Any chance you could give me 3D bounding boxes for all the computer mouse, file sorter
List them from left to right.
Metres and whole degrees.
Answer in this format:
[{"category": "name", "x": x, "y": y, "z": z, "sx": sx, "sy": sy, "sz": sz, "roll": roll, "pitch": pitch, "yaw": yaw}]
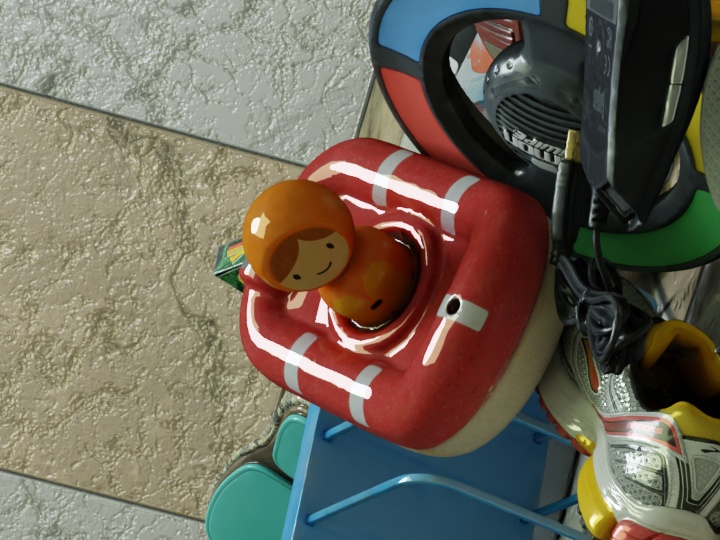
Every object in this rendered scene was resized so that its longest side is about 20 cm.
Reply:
[{"category": "file sorter", "x": 0.059, "y": 0.093, "z": 1.319, "sx": 0.123, "sy": 0.138, "sz": 0.201, "roll": -29, "pitch": 43, "yaw": 53}, {"category": "computer mouse", "x": 0.113, "y": -0.063, "z": 1.097, "sx": 0.140, "sy": 0.046, "sz": 0.201, "roll": -130, "pitch": 42, "yaw": -82}]

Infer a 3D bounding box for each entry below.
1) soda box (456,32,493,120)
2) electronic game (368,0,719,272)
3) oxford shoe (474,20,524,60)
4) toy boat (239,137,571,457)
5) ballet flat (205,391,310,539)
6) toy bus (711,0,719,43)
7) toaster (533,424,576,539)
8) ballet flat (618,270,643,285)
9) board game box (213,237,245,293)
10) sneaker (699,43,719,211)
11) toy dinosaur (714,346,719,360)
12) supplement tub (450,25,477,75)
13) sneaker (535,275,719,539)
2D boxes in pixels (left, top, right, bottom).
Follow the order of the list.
[{"category": "soda box", "x": 0.112, "y": -0.130, "z": 1.474, "sx": 0.069, "sy": 0.063, "sz": 0.200, "roll": 58, "pitch": -142, "yaw": -29}, {"category": "electronic game", "x": 0.092, "y": -0.071, "z": 1.203, "sx": 0.042, "sy": 0.200, "sz": 0.200, "roll": -56, "pitch": -4, "yaw": -29}, {"category": "oxford shoe", "x": 0.084, "y": -0.192, "z": 1.261, "sx": 0.070, "sy": 0.075, "sz": 0.201, "roll": 36, "pitch": 136, "yaw": 55}, {"category": "toy boat", "x": 0.000, "y": 0.000, "z": 1.216, "sx": 0.200, "sy": 0.131, "sz": 0.131, "roll": 22, "pitch": 86, "yaw": 50}, {"category": "ballet flat", "x": -0.028, "y": 0.099, "z": 1.456, "sx": 0.075, "sy": 0.068, "sz": 0.200, "roll": -53, "pitch": -2, "yaw": -33}, {"category": "toy bus", "x": 0.166, "y": -0.203, "z": 1.242, "sx": 0.192, "sy": 0.135, "sz": 0.201, "roll": 35, "pitch": -109, "yaw": -79}, {"category": "toaster", "x": 0.054, "y": 0.085, "z": 1.533, "sx": 0.181, "sy": 0.118, "sz": 0.201, "roll": 150, "pitch": 134, "yaw": -81}, {"category": "ballet flat", "x": 0.131, "y": -0.043, "z": 1.455, "sx": 0.067, "sy": 0.068, "sz": 0.200, "roll": -54, "pitch": 21, "yaw": 25}, {"category": "board game box", "x": 0.029, "y": -0.010, "z": 1.383, "sx": 0.200, "sy": 0.105, "sz": 0.024, "roll": -21, "pitch": 50, "yaw": 38}, {"category": "sneaker", "x": 0.187, "y": -0.110, "z": 1.070, "sx": 0.080, "sy": 0.070, "sz": 0.201, "roll": 47, "pitch": -121, "yaw": -78}, {"category": "toy dinosaur", "x": 0.175, "y": -0.005, "z": 0.976, "sx": 0.088, "sy": 0.047, "sz": 0.200, "roll": -62, "pitch": -3, "yaw": -34}, {"category": "supplement tub", "x": 0.105, "y": -0.183, "z": 1.706, "sx": 0.200, "sy": 0.122, "sz": 0.123, "roll": 111, "pitch": 172, "yaw": -46}, {"category": "sneaker", "x": 0.132, "y": 0.052, "z": 1.153, "sx": 0.200, "sy": 0.078, "sz": 0.082, "roll": -107, "pitch": 35, "yaw": -62}]
